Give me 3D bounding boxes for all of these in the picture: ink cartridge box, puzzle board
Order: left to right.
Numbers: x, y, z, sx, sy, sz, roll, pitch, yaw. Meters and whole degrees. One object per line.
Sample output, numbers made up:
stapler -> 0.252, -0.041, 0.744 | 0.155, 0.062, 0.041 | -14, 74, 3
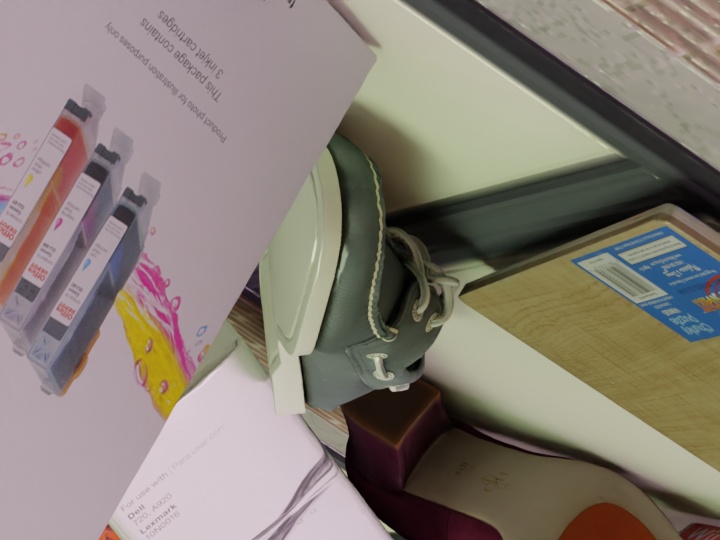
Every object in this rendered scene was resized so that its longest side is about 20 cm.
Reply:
ink cartridge box -> -0.125, -0.027, 0.802 | 0.145, 0.200, 0.145 | 19, 163, 40
ink cartridge box -> -0.066, 0.073, 1.161 | 0.146, 0.084, 0.200 | 45, 172, 46
puzzle board -> 0.121, 0.032, 0.893 | 0.150, 0.017, 0.200 | 34, 166, -8

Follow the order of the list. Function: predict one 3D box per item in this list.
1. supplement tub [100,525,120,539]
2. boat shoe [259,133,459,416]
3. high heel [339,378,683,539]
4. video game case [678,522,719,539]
supplement tub -> -0.228, 0.188, 2.004 | 0.122, 0.123, 0.200 | 33, 166, -13
boat shoe -> 0.000, 0.000, 0.976 | 0.062, 0.073, 0.200 | -5, 162, -6
high heel -> 0.073, 0.112, 1.180 | 0.200, 0.067, 0.096 | 40, 163, 30
video game case -> 0.197, 0.168, 1.076 | 0.200, 0.017, 0.143 | 4, 119, 62
